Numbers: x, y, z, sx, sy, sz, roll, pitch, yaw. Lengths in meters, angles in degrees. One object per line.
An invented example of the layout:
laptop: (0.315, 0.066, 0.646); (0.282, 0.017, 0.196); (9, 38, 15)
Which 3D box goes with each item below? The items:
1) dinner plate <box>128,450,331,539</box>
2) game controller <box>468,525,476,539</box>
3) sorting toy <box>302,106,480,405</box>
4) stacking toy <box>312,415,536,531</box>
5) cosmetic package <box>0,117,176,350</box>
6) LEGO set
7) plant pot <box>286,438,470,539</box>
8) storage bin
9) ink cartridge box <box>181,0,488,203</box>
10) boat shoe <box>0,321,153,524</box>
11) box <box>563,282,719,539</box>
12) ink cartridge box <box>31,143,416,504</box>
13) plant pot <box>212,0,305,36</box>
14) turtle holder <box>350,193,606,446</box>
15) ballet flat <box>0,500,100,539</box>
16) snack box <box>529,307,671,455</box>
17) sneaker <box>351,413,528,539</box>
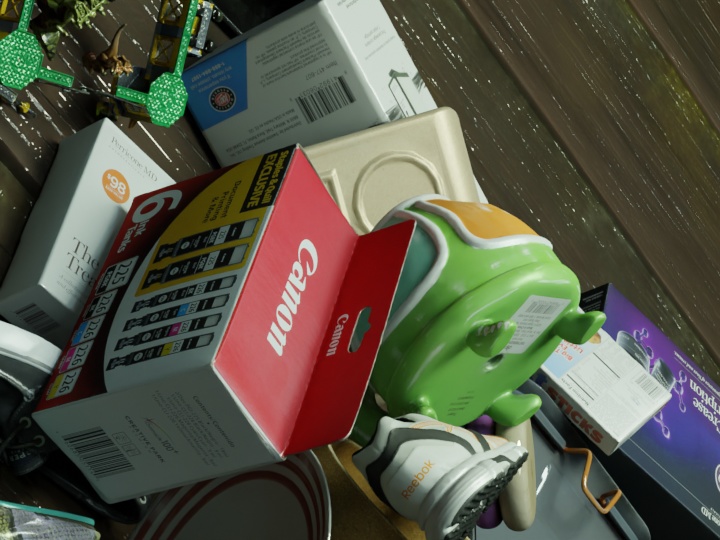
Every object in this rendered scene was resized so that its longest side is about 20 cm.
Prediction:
dinner plate: (-0.084, 0.188, 1.102); (0.024, 0.200, 0.201); (36, 46, -32)
game controller: (0.029, 0.218, 1.314); (0.104, 0.042, 0.201); (1, 80, -11)
sorting toy: (0.000, 0.000, 1.294); (0.199, 0.036, 0.186); (-18, 98, -20)
stacking toy: (0.017, 0.139, 1.279); (0.085, 0.199, 0.086); (-4, 90, -81)
cosmetic package: (-0.138, 0.020, 1.250); (0.200, 0.052, 0.151); (44, 40, -31)
LEGO set: (-0.202, -0.177, 1.248); (0.200, 0.116, 0.154); (-1, 102, -49)
plant pot: (-0.020, 0.234, 1.155); (0.186, 0.200, 0.186); (43, 4, -4)
storage bin: (0.116, 0.198, 1.428); (0.200, 0.145, 0.134); (52, 49, -22)
ink cartridge box: (-0.020, -0.093, 1.378); (0.200, 0.146, 0.084); (61, 31, -11)
boat shoe: (-0.194, 0.095, 1.128); (0.200, 0.070, 0.066); (43, 40, -42)
box: (0.227, 0.129, 1.534); (0.200, 0.079, 0.141); (41, 48, -28)
ink cartridge box: (-0.075, 0.024, 1.120); (0.084, 0.175, 0.200); (55, 33, -31)
plant pot: (-0.058, -0.327, 1.424); (0.199, 0.200, 0.178); (43, 32, -30)
turtle holder: (0.055, 0.036, 1.215); (0.141, 0.186, 0.132); (-19, 58, -30)
ballet flat: (-0.230, 0.149, 1.050); (0.200, 0.072, 0.072); (27, 52, -41)
snack box: (0.143, 0.050, 1.443); (0.200, 0.024, 0.072); (44, 53, 15)
sneaker: (0.048, 0.116, 1.129); (0.080, 0.074, 0.200); (36, 0, 12)
